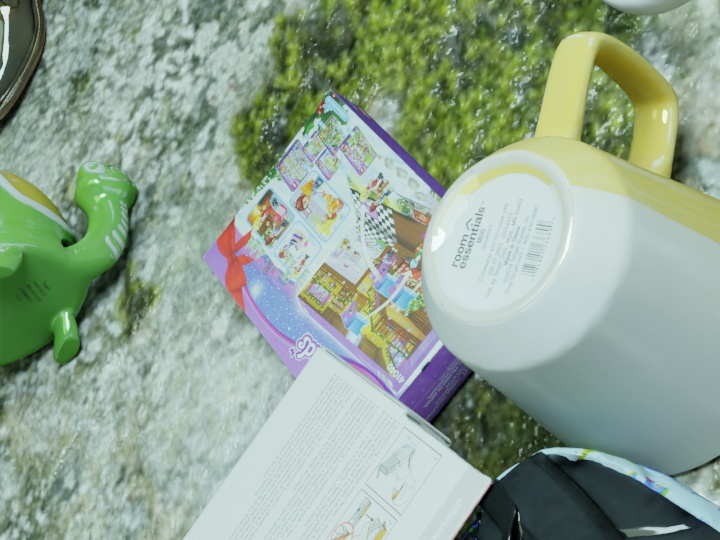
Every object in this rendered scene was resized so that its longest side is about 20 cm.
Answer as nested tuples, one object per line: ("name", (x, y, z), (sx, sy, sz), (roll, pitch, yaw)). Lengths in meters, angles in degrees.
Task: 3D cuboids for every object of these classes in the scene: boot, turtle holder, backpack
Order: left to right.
("boot", (-0.301, -0.220, 1.263), (0.075, 0.097, 0.200), (-7, 67, 39))
("turtle holder", (-0.256, -0.015, 1.105), (0.185, 0.141, 0.132), (-41, 49, 22))
("backpack", (0.126, 0.168, 0.705), (0.200, 0.154, 0.163), (33, 98, 26))

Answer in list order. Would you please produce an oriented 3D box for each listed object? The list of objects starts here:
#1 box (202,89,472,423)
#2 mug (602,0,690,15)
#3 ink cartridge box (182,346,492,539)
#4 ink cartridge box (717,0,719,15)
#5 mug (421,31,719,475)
("box", (0.000, 0.000, 0.945), (0.137, 0.039, 0.200), (-51, 47, 11))
("mug", (0.145, -0.230, 0.851), (0.175, 0.147, 0.200), (-38, 57, 40))
("ink cartridge box", (-0.025, 0.157, 0.805), (0.200, 0.045, 0.176), (-55, 36, -1))
("ink cartridge box", (0.243, -0.177, 0.707), (0.075, 0.200, 0.165), (-24, 41, -21))
("mug", (0.103, -0.005, 0.780), (0.149, 0.153, 0.187), (-37, 51, 24))
